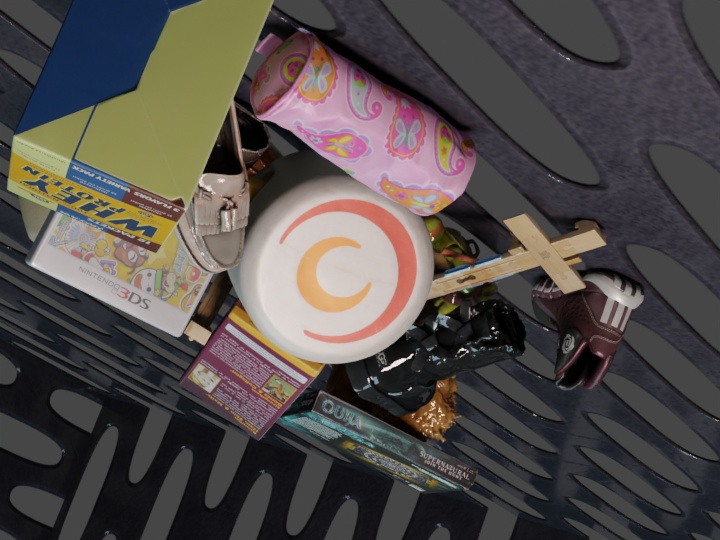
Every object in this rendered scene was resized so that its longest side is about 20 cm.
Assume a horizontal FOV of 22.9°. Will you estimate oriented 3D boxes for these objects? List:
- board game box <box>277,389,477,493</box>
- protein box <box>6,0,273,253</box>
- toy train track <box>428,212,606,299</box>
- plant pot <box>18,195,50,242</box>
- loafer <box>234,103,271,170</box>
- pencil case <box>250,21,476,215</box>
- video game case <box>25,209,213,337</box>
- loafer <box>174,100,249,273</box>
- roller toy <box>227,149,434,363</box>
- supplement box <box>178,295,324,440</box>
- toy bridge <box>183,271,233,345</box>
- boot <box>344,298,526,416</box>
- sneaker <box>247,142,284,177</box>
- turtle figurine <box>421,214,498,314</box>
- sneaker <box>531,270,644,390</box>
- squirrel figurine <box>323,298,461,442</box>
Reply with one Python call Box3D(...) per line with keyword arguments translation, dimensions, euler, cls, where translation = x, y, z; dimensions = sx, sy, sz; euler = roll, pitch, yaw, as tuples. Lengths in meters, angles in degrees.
Box3D(translation=(0.015, 0.189, 1.940), dimensions=(0.200, 0.028, 0.135), euler=(28, 163, -15), cls="board game box")
Box3D(translation=(-0.169, -0.142, 1.358), dimensions=(0.135, 0.199, 0.200), euler=(23, 168, -8), cls="protein box")
Box3D(translation=(0.136, -0.015, 1.662), dimensions=(0.199, 0.033, 0.115), euler=(-18, 133, 29), cls="toy train track")
Box3D(translation=(-0.300, -0.081, 1.973), dimensions=(0.200, 0.135, 0.200), euler=(20, 167, 5), cls="plant pot")
Box3D(translation=(-0.161, -0.154, 1.620), dimensions=(0.200, 0.073, 0.071), euler=(24, 158, -33), cls="loafer")
Box3D(translation=(0.001, -0.121, 1.450), dimensions=(0.200, 0.088, 0.087), euler=(29, 165, -30), cls="pencil case")
Box3D(translation=(-0.210, -0.058, 1.775), dimensions=(0.182, 0.201, 0.023), euler=(28, 178, -30), cls="video game case")
Box3D(translation=(-0.132, -0.095, 1.547), dimensions=(0.072, 0.201, 0.063), euler=(-16, -171, -41), cls="loafer")
Box3D(translation=(-0.035, -0.016, 1.662), dimensions=(0.199, 0.183, 0.140), euler=(-16, -160, -9), cls="roller toy")
Box3D(translation=(-0.101, 0.084, 1.862), dimensions=(0.110, 0.086, 0.200), euler=(36, 147, -3), cls="supplement box")
Box3D(translation=(-0.124, -0.012, 1.841), dimensions=(0.027, 0.200, 0.067), euler=(32, -176, -8), cls="toy bridge")
Box3D(translation=(0.087, 0.083, 1.763), dimensions=(0.162, 0.074, 0.198), euler=(-21, 165, 16), cls="boot")
Box3D(translation=(-0.103, -0.080, 1.749), dimensions=(0.200, 0.077, 0.073), euler=(36, 150, -14), cls="sneaker")
Box3D(translation=(0.081, -0.012, 1.800), dimensions=(0.200, 0.064, 0.161), euler=(25, 156, 36), cls="turtle figurine")
Box3D(translation=(0.210, 0.068, 1.811), dimensions=(0.075, 0.116, 0.200), euler=(23, 167, -11), cls="sneaker")
Box3D(translation=(0.032, 0.105, 1.965), dimensions=(0.141, 0.187, 0.200), euler=(26, -162, -35), cls="squirrel figurine")
